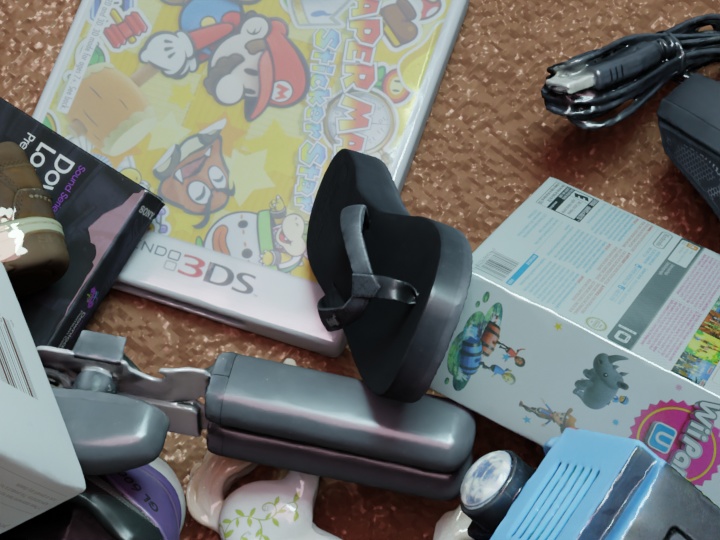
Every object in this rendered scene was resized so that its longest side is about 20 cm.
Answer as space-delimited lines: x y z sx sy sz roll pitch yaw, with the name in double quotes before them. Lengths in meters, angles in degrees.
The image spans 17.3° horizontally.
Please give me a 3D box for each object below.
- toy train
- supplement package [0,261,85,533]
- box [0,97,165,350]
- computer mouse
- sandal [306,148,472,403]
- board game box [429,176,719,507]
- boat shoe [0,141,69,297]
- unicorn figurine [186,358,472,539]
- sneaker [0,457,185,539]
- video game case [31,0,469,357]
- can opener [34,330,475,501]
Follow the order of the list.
"toy train" 0.125 0.140 0.925 0.200 0.114 0.087 42 77 -20
"supplement package" -0.235 0.072 0.957 0.200 0.117 0.118 -27 69 8
"box" -0.211 -0.025 1.109 0.200 0.036 0.143 31 88 12
"computer mouse" 0.188 -0.054 1.073 0.138 0.053 0.200 -19 55 -33
"sandal" 0.000 0.000 1.015 0.043 0.200 0.076 15 102 -19
"board game box" 0.142 0.044 1.026 0.199 0.148 0.064 26 116 12
"boat shoe" -0.233 -0.004 1.060 0.202 0.075 0.075 -17 78 -2
"unicorn figurine" -0.004 0.142 1.041 0.137 0.074 0.200 -39 56 -12
"sneaker" -0.174 0.089 1.027 0.199 0.088 0.076 15 101 -2
"video game case" -0.063 -0.075 1.148 0.181 0.023 0.201 17 70 9
"can opener" -0.053 0.074 1.010 0.199 0.053 0.067 11 57 7
